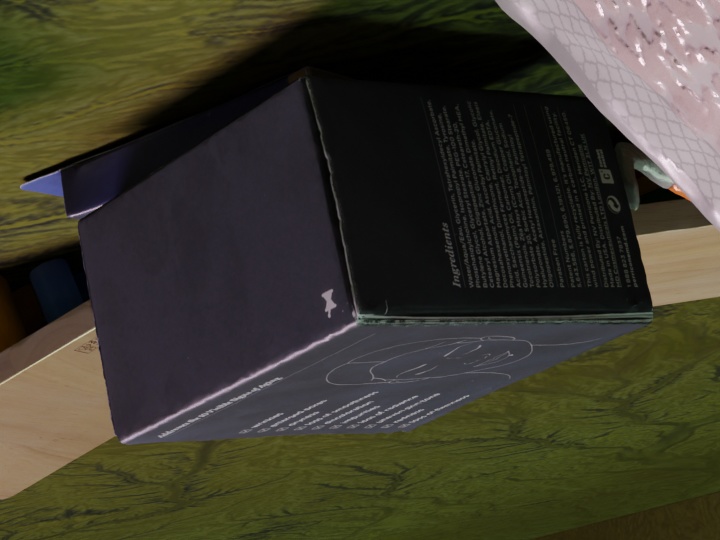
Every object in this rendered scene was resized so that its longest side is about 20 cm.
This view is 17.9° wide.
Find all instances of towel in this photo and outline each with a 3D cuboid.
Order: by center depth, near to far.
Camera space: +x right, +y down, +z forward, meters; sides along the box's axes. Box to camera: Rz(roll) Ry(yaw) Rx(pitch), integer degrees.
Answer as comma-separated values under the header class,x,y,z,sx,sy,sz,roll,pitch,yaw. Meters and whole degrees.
class,x,y,z,sx,sy,sz,roll,pitch,yaw
towel,0.131,-0.083,0.881,0.032,0.200,0.191,-41,173,-13

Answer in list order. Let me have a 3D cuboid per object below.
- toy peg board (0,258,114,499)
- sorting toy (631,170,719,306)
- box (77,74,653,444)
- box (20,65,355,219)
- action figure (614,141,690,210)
class,x,y,z,sx,sy,sz,roll,pitch,yaw
toy peg board,-0.212,0.051,1.438,0.198,0.098,0.200,-30,162,14
sorting toy,0.154,-0.029,1.374,0.198,0.070,0.199,-8,167,-9
box,0.000,0.000,1.125,0.195,0.125,0.199,-1,162,-42
box,-0.068,-0.053,1.192,0.199,0.033,0.121,-18,165,33
action figure,0.237,-0.095,1.184,0.193,0.105,0.200,-4,142,-53
